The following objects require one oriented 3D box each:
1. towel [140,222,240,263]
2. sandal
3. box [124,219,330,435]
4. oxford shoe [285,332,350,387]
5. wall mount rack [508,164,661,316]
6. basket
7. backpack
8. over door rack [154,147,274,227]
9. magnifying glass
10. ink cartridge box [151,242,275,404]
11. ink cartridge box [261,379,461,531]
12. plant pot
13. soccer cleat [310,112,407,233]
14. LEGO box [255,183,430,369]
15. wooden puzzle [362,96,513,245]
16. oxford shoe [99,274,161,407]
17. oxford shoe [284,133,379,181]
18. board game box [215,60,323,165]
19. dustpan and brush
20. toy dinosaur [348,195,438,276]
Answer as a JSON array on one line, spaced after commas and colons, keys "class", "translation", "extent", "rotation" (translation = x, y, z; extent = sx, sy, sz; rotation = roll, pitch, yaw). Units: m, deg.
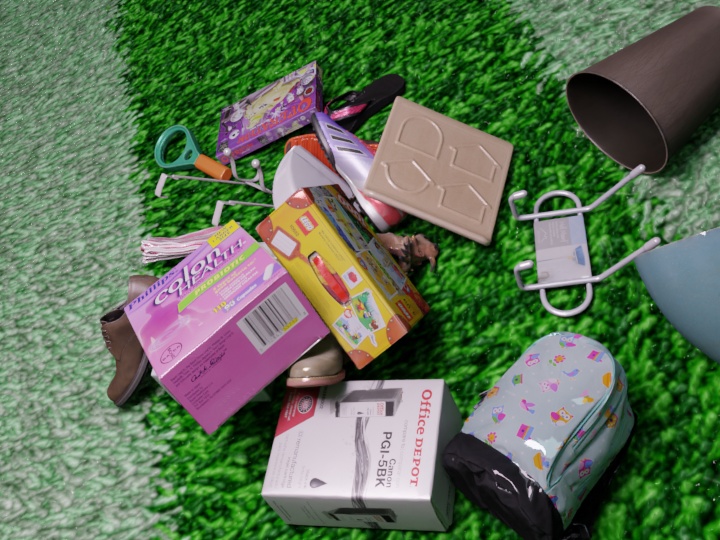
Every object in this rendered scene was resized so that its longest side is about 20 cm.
[{"class": "towel", "translation": [-0.234, -0.046, 1.190], "extent": [0.144, 0.031, 0.200], "rotation": [-10, 9, -10]}, {"class": "sandal", "translation": [-0.015, -0.264, 1.353], "extent": [0.199, 0.045, 0.075], "rotation": [-39, 49, -10]}, {"class": "box", "translation": [-0.160, 0.056, 0.976], "extent": [0.175, 0.097, 0.200], "rotation": [-39, 31, -8]}, {"class": "oxford shoe", "translation": [-0.052, 0.087, 0.997], "extent": [0.069, 0.075, 0.200], "rotation": [-3, 9, 4]}, {"class": "wall mount rack", "translation": [0.274, -0.048, 1.040], "extent": [0.171, 0.075, 0.203], "rotation": [-9, 51, 16]}, {"class": "basket", "translation": [0.404, -0.249, 1.112], "extent": [0.199, 0.137, 0.180], "rotation": [-36, 52, -13]}, {"class": "backpack", "translation": [0.198, 0.166, 0.870], "extent": [0.200, 0.128, 0.166], "rotation": [-43, 46, -18]}, {"class": "over door rack", "translation": [-0.176, -0.128, 1.237], "extent": [0.146, 0.068, 0.198], "rotation": [25, 27, 36]}, {"class": "magnifying glass", "translation": [-0.280, -0.188, 1.402], "extent": [0.199, 0.022, 0.080], "rotation": [29, 88, 38]}, {"class": "ink cartridge box", "translation": [-0.177, 0.070, 1.130], "extent": [0.144, 0.084, 0.203], "rotation": [-5, 52, 20]}, {"class": "ink cartridge box", "translation": [0.005, 0.204, 0.948], "extent": [0.196, 0.083, 0.149], "rotation": [-5, 51, 20]}, {"class": "plant pot", "translation": [0.403, 0.021, 0.877], "extent": [0.197, 0.200, 0.137], "rotation": [-17, 82, 9]}, {"class": "soccer cleat", "translation": [0.001, -0.150, 1.192], "extent": [0.073, 0.068, 0.202], "rotation": [-34, 81, 6]}, {"class": "LEGO box", "translation": [-0.016, 0.000, 1.007], "extent": [0.077, 0.149, 0.201], "rotation": [-38, 87, 17]}, {"class": "wooden puzzle", "translation": [0.107, -0.133, 1.157], "extent": [0.182, 0.047, 0.202], "rotation": [22, 54, -4]}, {"class": "oxford shoe", "translation": [-0.309, 0.090, 1.120], "extent": [0.083, 0.203, 0.073], "rotation": [18, 20, -15]}, {"class": "oxford shoe", "translation": [-0.022, -0.168, 1.270], "extent": [0.197, 0.073, 0.072], "rotation": [13, 19, 24]}, {"class": "board game box", "translation": [-0.150, -0.260, 1.393], "extent": [0.197, 0.032, 0.122], "rotation": [-22, 51, 22]}, {"class": "dustpan and brush", "translation": [-0.079, -0.071, 1.162], "extent": [0.057, 0.139, 0.201], "rotation": [-44, 14, 35]}, {"class": "toy dinosaur", "translation": [0.000, 0.000, 1.119], "extent": [0.200, 0.086, 0.136], "rotation": [-45, 74, 0]}]
